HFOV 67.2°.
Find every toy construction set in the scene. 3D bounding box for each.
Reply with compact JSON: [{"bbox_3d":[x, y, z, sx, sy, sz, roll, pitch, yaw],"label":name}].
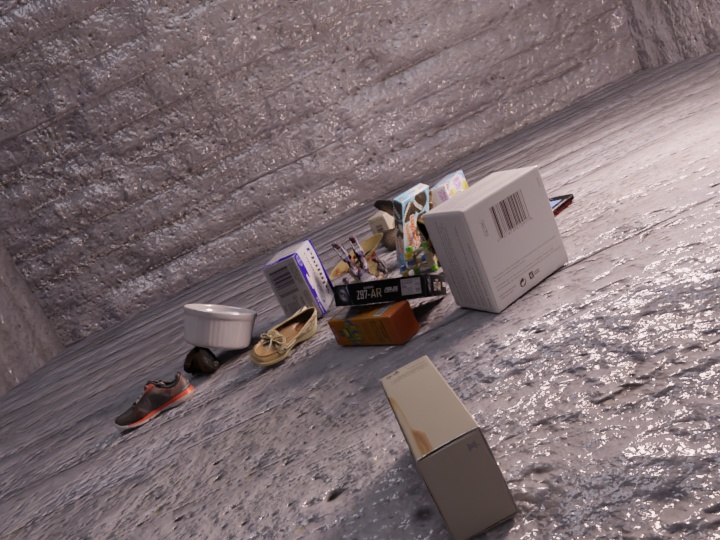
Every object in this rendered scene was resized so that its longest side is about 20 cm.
[{"bbox_3d":[0.180,-0.057,1.432,0.129,0.093,0.201,-18,25,30],"label":"toy construction set"}]

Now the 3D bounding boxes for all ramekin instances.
[{"bbox_3d":[-0.385,0.152,1.480,0.196,0.100,0.200,7,0,0],"label":"ramekin"}]

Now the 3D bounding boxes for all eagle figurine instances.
[{"bbox_3d":[0.150,-0.161,1.780,0.196,0.154,0.152,-9,-25,-3],"label":"eagle figurine"}]

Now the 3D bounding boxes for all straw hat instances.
[{"bbox_3d":[0.011,-0.012,1.571,0.200,0.085,0.201,-37,13,10],"label":"straw hat"}]

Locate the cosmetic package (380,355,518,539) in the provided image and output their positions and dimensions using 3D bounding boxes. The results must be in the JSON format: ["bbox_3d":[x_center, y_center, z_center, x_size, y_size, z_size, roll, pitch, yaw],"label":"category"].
[{"bbox_3d":[0.087,0.182,0.594,0.070,0.107,0.200,-27,11,-2],"label":"cosmetic package"}]

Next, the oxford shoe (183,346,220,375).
[{"bbox_3d":[-0.426,0.249,1.442,0.084,0.073,0.199,-45,15,-16],"label":"oxford shoe"}]

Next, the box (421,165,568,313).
[{"bbox_3d":[0.253,-0.060,1.019,0.197,0.203,0.130,-30,15,-22],"label":"box"}]

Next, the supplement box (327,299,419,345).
[{"bbox_3d":[0.022,0.110,1.100,0.069,0.067,0.198,-37,16,-36],"label":"supplement box"}]

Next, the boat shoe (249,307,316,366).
[{"bbox_3d":[-0.179,0.151,1.273,0.073,0.063,0.199,32,43,22],"label":"boat shoe"}]

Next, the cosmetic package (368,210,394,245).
[{"bbox_3d":[0.114,-0.180,1.970,0.070,0.107,0.200,-15,18,34],"label":"cosmetic package"}]

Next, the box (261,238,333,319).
[{"bbox_3d":[-0.166,0.031,1.511,0.104,0.186,0.200,-23,13,12],"label":"box"}]

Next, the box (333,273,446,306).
[{"bbox_3d":[0.065,0.042,1.129,0.197,0.044,0.160,-8,-4,24],"label":"box"}]

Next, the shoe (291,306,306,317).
[{"bbox_3d":[-0.197,0.158,1.358,0.199,0.054,0.069,-34,15,-33],"label":"shoe"}]

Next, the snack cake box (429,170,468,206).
[{"bbox_3d":[0.323,-0.269,1.922,0.066,0.117,0.200,-16,16,34],"label":"snack cake box"}]

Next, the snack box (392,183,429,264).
[{"bbox_3d":[0.146,-0.130,1.530,0.037,0.203,0.116,26,47,38],"label":"snack box"}]

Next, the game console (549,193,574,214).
[{"bbox_3d":[0.416,-0.184,1.392,0.199,0.120,0.171,-34,15,-31],"label":"game console"}]

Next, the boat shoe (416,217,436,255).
[{"bbox_3d":[0.190,-0.062,1.305,0.067,0.073,0.201,-3,35,-17],"label":"boat shoe"}]

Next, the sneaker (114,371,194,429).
[{"bbox_3d":[-0.504,0.305,1.303,0.198,0.083,0.077,-28,13,-10],"label":"sneaker"}]

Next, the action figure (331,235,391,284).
[{"bbox_3d":[0.000,0.000,1.412,0.129,0.070,0.201,-30,55,-4],"label":"action figure"}]
